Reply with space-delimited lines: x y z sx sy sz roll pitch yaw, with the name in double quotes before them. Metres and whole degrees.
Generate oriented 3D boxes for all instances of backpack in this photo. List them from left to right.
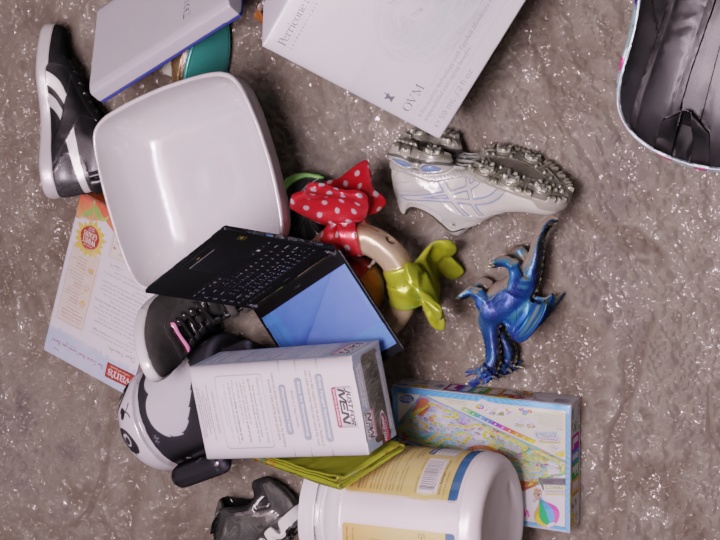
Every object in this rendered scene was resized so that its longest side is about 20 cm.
"backpack" 0.322 -0.189 1.289 0.176 0.150 0.202 20 101 24

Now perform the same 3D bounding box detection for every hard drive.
"hard drive" -0.207 -0.276 1.565 0.199 0.025 0.133 -26 47 28

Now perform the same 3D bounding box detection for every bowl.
"bowl" -0.166 -0.094 1.527 0.198 0.075 0.202 -17 90 25

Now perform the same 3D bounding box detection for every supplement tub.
"supplement tub" 0.051 0.249 1.476 0.198 0.144 0.146 1 101 26

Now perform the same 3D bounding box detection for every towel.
"towel" -0.043 0.179 1.494 0.199 0.086 0.018 7 123 57

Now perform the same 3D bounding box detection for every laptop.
"laptop" -0.089 0.046 1.465 0.177 0.198 0.104 -33 55 49

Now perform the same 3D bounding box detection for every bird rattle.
"bird rattle" 0.000 0.000 1.478 0.199 0.113 0.163 34 119 -7

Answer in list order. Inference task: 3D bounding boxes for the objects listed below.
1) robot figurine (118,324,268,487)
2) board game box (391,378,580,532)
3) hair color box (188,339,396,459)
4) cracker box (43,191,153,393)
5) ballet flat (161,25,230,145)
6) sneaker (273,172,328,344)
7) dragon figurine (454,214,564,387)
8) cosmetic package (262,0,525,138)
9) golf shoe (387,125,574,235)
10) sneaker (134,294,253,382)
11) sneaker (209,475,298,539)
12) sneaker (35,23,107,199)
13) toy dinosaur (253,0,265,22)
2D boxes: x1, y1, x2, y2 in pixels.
"robot figurine" -0.177 0.144 1.618 0.199 0.151 0.125 -25 109 28
"board game box" 0.130 0.190 1.526 0.198 0.034 0.136 5 102 26
"hair color box" -0.070 0.131 1.465 0.198 0.060 0.100 -6 100 32
"cracker box" -0.278 0.025 1.685 0.133 0.058 0.202 25 109 21
"ballet flat" -0.186 -0.191 1.601 0.072 0.067 0.202 18 113 42
"sneaker" -0.042 -0.003 1.551 0.083 0.077 0.202 -3 100 30
"dragon figurine" 0.163 0.032 1.463 0.100 0.059 0.200 48 120 9
"cosmetic package" 0.037 -0.270 1.384 0.199 0.123 0.200 26 114 -14
"golf shoe" 0.120 -0.077 1.469 0.198 0.078 0.098 19 125 28
"sneaker" -0.171 0.043 1.563 0.098 0.200 0.071 -17 114 22
"sneaker" -0.142 0.307 1.671 0.200 0.066 0.091 -46 76 22
"sneaker" -0.305 -0.183 1.660 0.111 0.073 0.202 -4 82 1
"toy dinosaur" -0.035 -0.314 1.483 0.198 0.105 0.183 25 129 9
